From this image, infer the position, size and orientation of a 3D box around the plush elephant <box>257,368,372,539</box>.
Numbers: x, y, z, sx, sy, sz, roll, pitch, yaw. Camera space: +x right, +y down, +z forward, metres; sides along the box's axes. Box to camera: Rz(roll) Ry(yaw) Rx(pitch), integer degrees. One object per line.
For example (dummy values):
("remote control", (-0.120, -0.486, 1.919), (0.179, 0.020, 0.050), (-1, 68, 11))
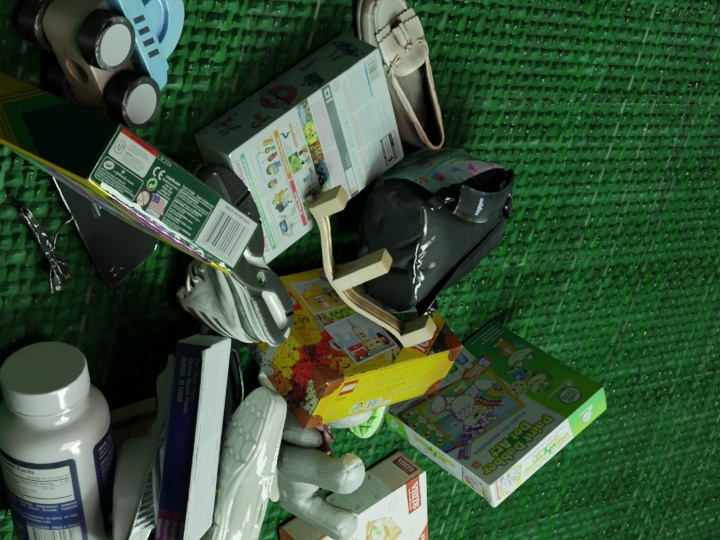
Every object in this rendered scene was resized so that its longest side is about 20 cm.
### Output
("plush elephant", (-0.060, 0.178, 1.654), (0.165, 0.198, 0.156), (85, 29, -52))

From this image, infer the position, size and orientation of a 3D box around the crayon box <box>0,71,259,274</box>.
("crayon box", (-0.209, -0.084, 1.280), (0.059, 0.172, 0.200), (-60, 142, -5))

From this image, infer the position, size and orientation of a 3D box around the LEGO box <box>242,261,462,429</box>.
("LEGO box", (-0.013, 0.073, 1.613), (0.199, 0.149, 0.077), (-12, 143, -41))

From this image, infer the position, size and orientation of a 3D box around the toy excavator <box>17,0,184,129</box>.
("toy excavator", (-0.197, -0.255, 1.287), (0.200, 0.099, 0.195), (-51, 143, -28))

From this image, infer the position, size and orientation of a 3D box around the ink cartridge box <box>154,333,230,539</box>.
("ink cartridge box", (-0.165, 0.164, 1.438), (0.200, 0.043, 0.199), (6, 91, -87))

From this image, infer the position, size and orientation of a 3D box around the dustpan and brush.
("dustpan and brush", (-0.206, 0.184, 1.459), (0.140, 0.057, 0.202), (80, 9, -86))

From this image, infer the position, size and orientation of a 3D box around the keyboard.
("keyboard", (-0.263, -0.059, 1.389), (0.127, 0.021, 0.201), (-43, 137, -25))

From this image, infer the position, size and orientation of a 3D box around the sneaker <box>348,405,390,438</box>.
("sneaker", (0.039, 0.109, 1.758), (0.083, 0.077, 0.202), (9, 109, -43))

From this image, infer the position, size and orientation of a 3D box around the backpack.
("backpack", (0.084, -0.062, 1.634), (0.200, 0.126, 0.168), (-34, 146, -47))

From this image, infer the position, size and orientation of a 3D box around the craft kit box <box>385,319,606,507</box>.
("craft kit box", (0.163, 0.170, 1.827), (0.199, 0.197, 0.049), (-37, 137, -23))

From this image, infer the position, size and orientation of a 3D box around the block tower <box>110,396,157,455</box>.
("block tower", (-0.207, 0.224, 1.584), (0.054, 0.058, 0.201), (-19, 132, 1))

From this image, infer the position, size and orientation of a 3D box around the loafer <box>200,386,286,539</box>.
("loafer", (-0.116, 0.217, 1.556), (0.069, 0.070, 0.202), (12, 106, -37))

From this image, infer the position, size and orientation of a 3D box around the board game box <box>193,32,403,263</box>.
("board game box", (-0.058, -0.126, 1.519), (0.200, 0.064, 0.148), (-38, 136, -23))

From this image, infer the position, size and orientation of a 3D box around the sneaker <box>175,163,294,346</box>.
("sneaker", (-0.150, -0.010, 1.468), (0.076, 0.114, 0.202), (-53, 132, -46))

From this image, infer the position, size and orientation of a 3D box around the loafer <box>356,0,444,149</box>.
("loafer", (0.051, -0.213, 1.572), (0.072, 0.063, 0.201), (-38, 136, -20))

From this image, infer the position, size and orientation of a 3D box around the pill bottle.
("pill bottle", (-0.292, 0.173, 1.436), (0.110, 0.111, 0.202), (-26, 131, -32))

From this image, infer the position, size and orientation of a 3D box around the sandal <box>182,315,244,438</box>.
("sandal", (-0.146, 0.131, 1.572), (0.076, 0.043, 0.202), (-13, 104, -52))

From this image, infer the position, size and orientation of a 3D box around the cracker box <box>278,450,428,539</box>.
("cracker box", (-0.005, 0.334, 1.871), (0.199, 0.058, 0.135), (-30, 133, -30))

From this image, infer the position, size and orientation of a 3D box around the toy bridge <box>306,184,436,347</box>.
("toy bridge", (0.000, 0.000, 1.543), (0.201, 0.067, 0.027), (55, 30, -24))
